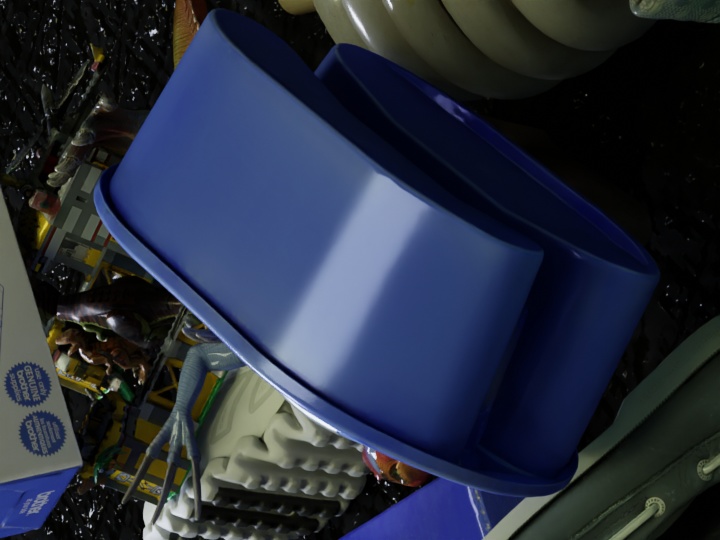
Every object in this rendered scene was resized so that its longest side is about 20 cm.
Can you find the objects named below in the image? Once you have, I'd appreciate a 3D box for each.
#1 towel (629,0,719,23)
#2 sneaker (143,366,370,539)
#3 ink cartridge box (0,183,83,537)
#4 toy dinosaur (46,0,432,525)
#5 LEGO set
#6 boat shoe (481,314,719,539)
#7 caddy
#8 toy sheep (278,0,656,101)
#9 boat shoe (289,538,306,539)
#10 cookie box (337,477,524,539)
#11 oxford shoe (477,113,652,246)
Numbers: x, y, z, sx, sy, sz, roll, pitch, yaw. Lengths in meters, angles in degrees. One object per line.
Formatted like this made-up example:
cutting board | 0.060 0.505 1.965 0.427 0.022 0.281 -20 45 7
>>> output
towel | 0.189 -0.139 0.739 0.200 0.192 0.035 -50 55 41
sneaker | -0.026 0.051 1.117 0.200 0.075 0.081 -45 49 32
ink cartridge box | -0.169 0.005 1.093 0.094 0.044 0.200 130 125 -63
toy dinosaur | -0.031 -0.003 1.006 0.200 0.181 0.105 -59 7 -23
LEGO set | -0.125 0.002 1.144 0.154 0.116 0.200 -60 23 15
boat shoe | 0.086 0.102 0.911 0.062 0.073 0.200 40 81 24
caddy | 0.000 0.000 0.888 0.200 0.141 0.105 41 110 37
toy sheep | 0.042 -0.126 0.975 0.200 0.138 0.138 -10 83 49
boat shoe | 0.017 0.181 0.960 0.063 0.073 0.200 -25 64 9
cookie box | 0.032 0.186 1.033 0.200 0.075 0.171 -36 63 46
oxford shoe | 0.029 -0.033 1.040 0.200 0.072 0.071 30 122 47
